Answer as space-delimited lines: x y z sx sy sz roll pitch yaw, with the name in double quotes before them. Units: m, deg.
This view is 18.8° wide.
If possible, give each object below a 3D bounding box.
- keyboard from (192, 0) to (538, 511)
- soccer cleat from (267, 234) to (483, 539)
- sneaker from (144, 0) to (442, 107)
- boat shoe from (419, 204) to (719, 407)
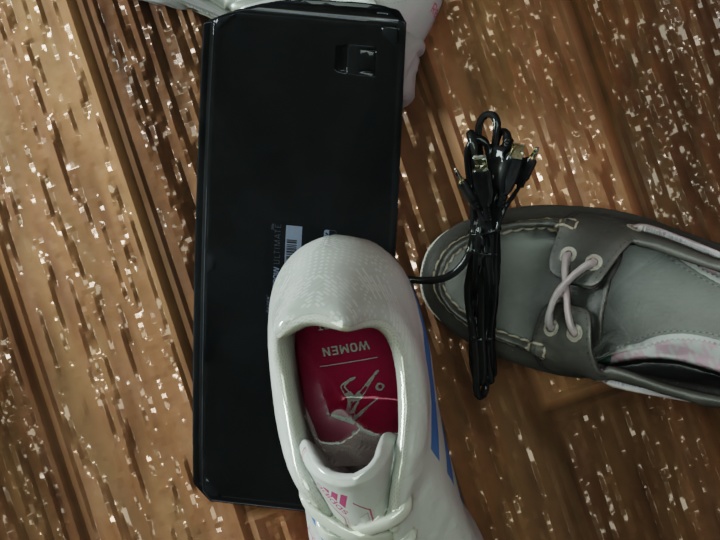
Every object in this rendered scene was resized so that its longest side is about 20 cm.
"keyboard" 0.000 0.000 0.814 0.126 0.021 0.202 6 110 7
"soccer cleat" 0.004 0.088 0.787 0.069 0.086 0.202 -12 107 13
"sneaker" -0.052 -0.144 0.836 0.199 0.078 0.100 28 83 -5
"boat shoe" 0.120 0.016 0.821 0.198 0.057 0.067 13 88 3
